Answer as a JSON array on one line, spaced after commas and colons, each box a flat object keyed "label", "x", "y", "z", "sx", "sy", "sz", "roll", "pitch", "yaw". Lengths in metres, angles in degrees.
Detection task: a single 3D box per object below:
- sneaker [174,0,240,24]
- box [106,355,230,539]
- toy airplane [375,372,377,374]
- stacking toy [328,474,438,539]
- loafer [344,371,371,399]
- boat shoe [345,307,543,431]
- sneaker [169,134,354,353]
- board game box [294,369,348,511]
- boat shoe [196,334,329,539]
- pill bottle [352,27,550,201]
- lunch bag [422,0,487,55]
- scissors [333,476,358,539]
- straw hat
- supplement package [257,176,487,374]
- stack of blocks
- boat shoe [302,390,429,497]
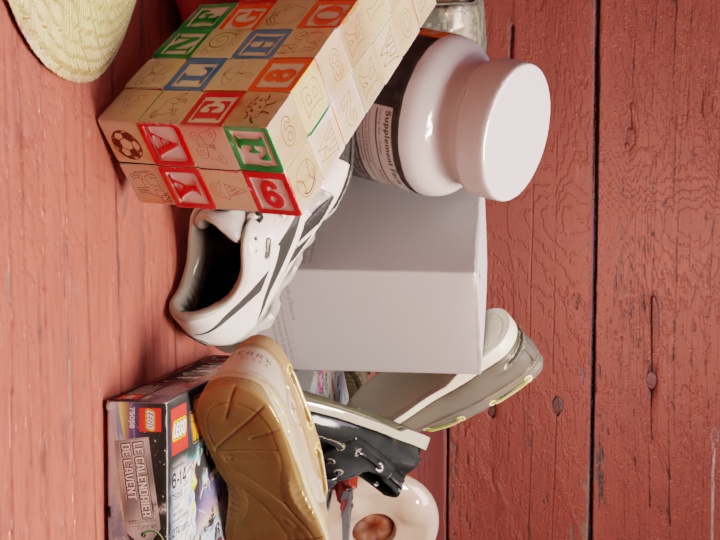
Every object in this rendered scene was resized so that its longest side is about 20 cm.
[{"label": "sneaker", "x": -0.077, "y": -0.188, "z": 0.757, "sx": 0.201, "sy": 0.070, "sz": 0.114, "roll": -59, "pitch": 146, "yaw": -58}, {"label": "box", "x": -0.107, "y": 0.135, "z": 0.694, "sx": 0.200, "sy": 0.039, "sz": 0.140, "roll": -20, "pitch": 110, "yaw": -80}, {"label": "toy airplane", "x": 0.016, "y": 0.040, "z": 1.236, "sx": 0.199, "sy": 0.139, "sz": 0.203, "roll": 31, "pitch": -58, "yaw": 50}, {"label": "stacking toy", "x": 0.000, "y": 0.238, "z": 1.219, "sx": 0.201, "sy": 0.143, "sz": 0.149, "roll": -111, "pitch": -165, "yaw": -62}, {"label": "loafer", "x": -0.026, "y": 0.108, "z": 1.122, "sx": 0.201, "sy": 0.074, "sz": 0.069, "roll": 94, "pitch": 0, "yaw": -65}, {"label": "boat shoe", "x": 0.063, "y": 0.106, "z": 0.921, "sx": 0.060, "sy": 0.200, "sz": 0.073, "roll": 40, "pitch": 33, "yaw": -27}, {"label": "sneaker", "x": -0.066, "y": -0.043, "z": 0.719, "sx": 0.203, "sy": 0.073, "sz": 0.088, "roll": -68, "pitch": 158, "yaw": -3}, {"label": "board game box", "x": -0.058, "y": 0.134, "z": 0.930, "sx": 0.202, "sy": 0.063, "sz": 0.149, "roll": -77, "pitch": 166, "yaw": -47}, {"label": "boat shoe", "x": -0.051, "y": 0.129, "z": 0.693, "sx": 0.070, "sy": 0.072, "sz": 0.203, "roll": -68, "pitch": 157, "yaw": -50}, {"label": "pill bottle", "x": 0.030, "y": -0.120, "z": 0.790, "sx": 0.116, "sy": 0.198, "sz": 0.118, "roll": -29, "pitch": 127, "yaw": -46}, {"label": "lunch bag", "x": 0.024, "y": -0.167, "z": 1.024, "sx": 0.139, "sy": 0.196, "sz": 0.171, "roll": -51, "pitch": 137, "yaw": -71}, {"label": "scissors", "x": -0.010, "y": 0.191, "z": 0.940, "sx": 0.074, "sy": 0.014, "sz": 0.200, "roll": -60, "pitch": -167, "yaw": 12}, {"label": "straw hat", "x": -0.105, "y": -0.195, "z": 0.536, "sx": 0.201, "sy": 0.083, "sz": 0.205, "roll": 1, "pitch": 90, "yaw": -81}, {"label": "supplement package", "x": 0.000, "y": 0.000, "z": 0.855, "sx": 0.118, "sy": 0.196, "sz": 0.119, "roll": -79, "pitch": 166, "yaw": -44}, {"label": "stack of blocks", "x": -0.047, "y": -0.124, "z": 0.632, "sx": 0.201, "sy": 0.113, "sz": 0.059, "roll": -60, "pitch": 143, "yaw": -36}, {"label": "boat shoe", "x": -0.020, "y": 0.132, "z": 0.807, "sx": 0.199, "sy": 0.074, "sz": 0.067, "roll": 28, "pitch": 81, "yaw": -56}]
